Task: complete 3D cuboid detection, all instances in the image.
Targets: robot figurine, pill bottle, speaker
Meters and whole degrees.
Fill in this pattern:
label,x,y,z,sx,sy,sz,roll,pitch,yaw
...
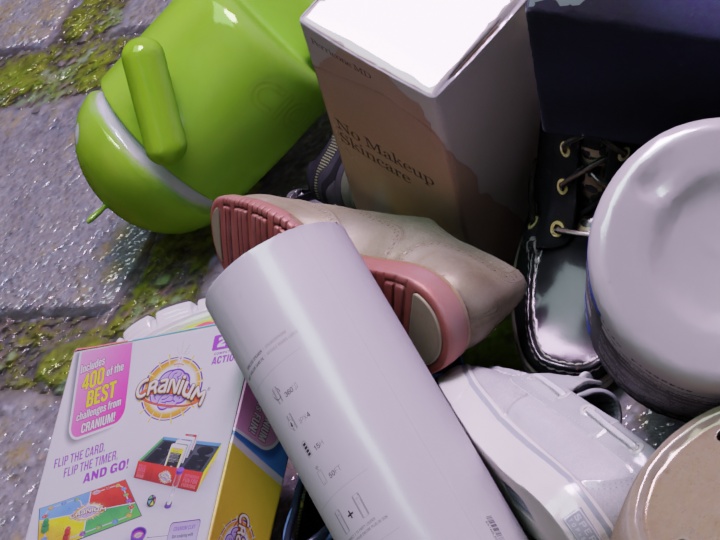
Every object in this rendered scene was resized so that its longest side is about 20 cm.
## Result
label,x,y,z,sx,sy,sz,roll,pitch,yaw
robot figurine,-0.096,-0.106,1.381,0.200,0.116,0.175,-46,0,13
pill bottle,0.155,0.008,0.974,0.114,0.200,0.114,-1,80,5
speaker,0.004,0.077,1.044,0.081,0.081,0.200,-33,69,5

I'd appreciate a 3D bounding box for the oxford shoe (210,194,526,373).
label,x,y,z,sx,sy,sz,roll,pitch,yaw
oxford shoe,0.000,0.000,1.155,0.074,0.071,0.200,-25,35,-36

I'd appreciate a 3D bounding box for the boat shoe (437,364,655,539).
label,x,y,z,sx,sy,sz,roll,pitch,yaw
boat shoe,0.092,0.079,1.040,0.068,0.072,0.200,-31,14,-5

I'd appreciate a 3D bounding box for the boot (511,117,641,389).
label,x,y,z,sx,sy,sz,roll,pitch,yaw
boot,0.115,-0.056,1.106,0.073,0.154,0.204,9,63,12

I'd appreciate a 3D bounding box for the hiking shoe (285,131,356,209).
label,x,y,z,sx,sy,sz,roll,pitch,yaw
hiking shoe,0.030,-0.115,1.338,0.101,0.076,0.200,13,58,44

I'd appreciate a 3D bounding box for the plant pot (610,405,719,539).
label,x,y,z,sx,sy,sz,roll,pitch,yaw
plant pot,0.174,0.127,0.881,0.200,0.134,0.200,-23,36,18

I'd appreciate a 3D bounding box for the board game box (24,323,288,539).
label,x,y,z,sx,sy,sz,roll,pitch,yaw
board game box,-0.109,0.129,1.136,0.153,0.040,0.200,-11,58,43

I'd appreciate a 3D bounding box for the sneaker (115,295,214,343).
label,x,y,z,sx,sy,sz,roll,pitch,yaw
sneaker,-0.048,0.045,1.227,0.200,0.078,0.090,-31,39,20

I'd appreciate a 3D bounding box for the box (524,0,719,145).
label,x,y,z,sx,sy,sz,roll,pitch,yaw
box,0.192,-0.156,0.988,0.198,0.123,0.200,10,68,14

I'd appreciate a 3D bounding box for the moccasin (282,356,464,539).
label,x,y,z,sx,sy,sz,roll,pitch,yaw
moccasin,0.009,0.083,1.129,0.080,0.068,0.200,-17,39,25

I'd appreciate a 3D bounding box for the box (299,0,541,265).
label,x,y,z,sx,sy,sz,roll,pitch,yaw
box,0.041,-0.081,1.165,0.095,0.200,0.078,32,70,27
